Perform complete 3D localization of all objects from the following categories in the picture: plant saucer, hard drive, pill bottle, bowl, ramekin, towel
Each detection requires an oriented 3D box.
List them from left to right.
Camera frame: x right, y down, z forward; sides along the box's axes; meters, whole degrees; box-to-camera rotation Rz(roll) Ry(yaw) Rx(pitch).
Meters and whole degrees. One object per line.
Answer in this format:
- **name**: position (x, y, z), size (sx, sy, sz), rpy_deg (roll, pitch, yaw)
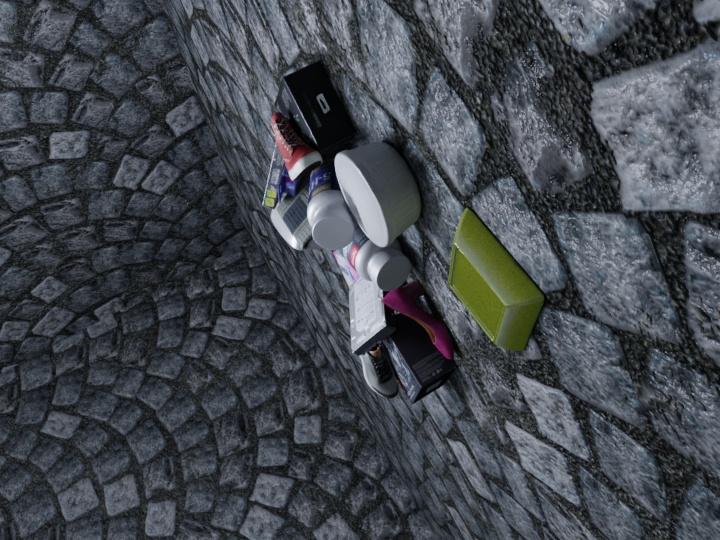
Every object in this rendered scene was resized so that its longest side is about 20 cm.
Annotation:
- **bowl**: position (-0.125, -0.143, 1.720), size (0.200, 0.198, 0.075), rpy_deg (49, 140, 43)
- **towel**: position (-0.111, -0.174, 1.607), size (0.034, 0.200, 0.193), rpy_deg (32, -165, -43)
- **pill bottle**: position (-0.057, -0.144, 1.416), size (0.201, 0.118, 0.121), rpy_deg (-91, -13, -49)
- **hard drive**: position (0.025, 0.089, 1.574), size (0.140, 0.037, 0.202), rpy_deg (-42, 38, 39)
- **pill bottle**: position (0.025, -0.047, 1.469), size (0.200, 0.119, 0.120), rpy_deg (48, 161, 44)
- **ramekin**: position (0.037, -0.155, 1.255), size (0.203, 0.093, 0.203), rpy_deg (56, 166, 22)
- **plant saucer**: position (0.208, 0.029, 1.077), size (0.201, 0.047, 0.201), rpy_deg (55, 165, 28)

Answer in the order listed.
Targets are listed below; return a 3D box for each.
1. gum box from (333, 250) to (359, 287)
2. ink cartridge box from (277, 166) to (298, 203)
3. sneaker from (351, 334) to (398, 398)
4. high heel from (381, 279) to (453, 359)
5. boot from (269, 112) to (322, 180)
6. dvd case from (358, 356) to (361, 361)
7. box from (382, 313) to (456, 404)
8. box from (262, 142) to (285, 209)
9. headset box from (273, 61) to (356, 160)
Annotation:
- **gum box**: position (0.000, 0.000, 1.765), size (0.115, 0.066, 0.200), rpy_deg (67, 166, -19)
- **ink cartridge box**: position (-0.158, -0.270, 1.603), size (0.041, 0.202, 0.119), rpy_deg (19, 164, -2)
- **sneaker**: position (0.040, 0.234, 1.631), size (0.202, 0.073, 0.079), rpy_deg (64, 162, -6)
- **high heel**: position (0.131, 0.127, 1.461), size (0.202, 0.095, 0.067), rpy_deg (59, 167, 10)
- **boot**: position (-0.146, -0.271, 1.370), size (0.146, 0.072, 0.200), rpy_deg (65, 169, -10)
- **dvd case**: position (0.031, 0.342, 2.450), size (0.143, 0.017, 0.201), rpy_deg (54, 164, 29)
- **box**: position (0.133, 0.213, 1.615), size (0.183, 0.103, 0.201), rpy_deg (58, 166, 19)
- **box**: position (-0.197, -0.266, 1.615), size (0.111, 0.034, 0.202), rpy_deg (-76, 4, -54)
- **headset box**: position (-0.104, -0.337, 1.426), size (0.176, 0.092, 0.200), rpy_deg (62, 167, -2)
